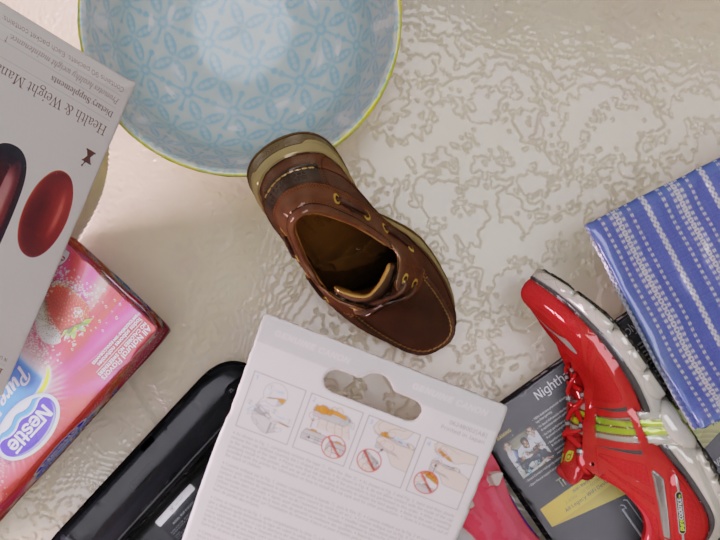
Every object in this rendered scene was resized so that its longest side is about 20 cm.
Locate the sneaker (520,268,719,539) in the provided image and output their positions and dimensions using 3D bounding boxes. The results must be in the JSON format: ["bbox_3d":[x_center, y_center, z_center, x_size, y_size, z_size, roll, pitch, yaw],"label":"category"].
[{"bbox_3d":[0.150,0.092,1.125,0.085,0.077,0.201,-34,87,3],"label":"sneaker"}]

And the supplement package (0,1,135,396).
[{"bbox_3d":[-0.272,-0.064,1.044,0.191,0.147,0.201,29,80,-43],"label":"supplement package"}]

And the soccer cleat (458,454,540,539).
[{"bbox_3d":[0.081,0.183,1.183,0.067,0.076,0.201,-34,107,-23],"label":"soccer cleat"}]

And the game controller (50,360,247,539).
[{"bbox_3d":[-0.114,0.157,1.191,0.104,0.042,0.200,44,88,-13],"label":"game controller"}]

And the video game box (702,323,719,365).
[{"bbox_3d":[0.333,0.035,1.154,0.199,0.047,0.183,33,72,-1],"label":"video game box"}]

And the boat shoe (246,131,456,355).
[{"bbox_3d":[0.000,0.000,1.132,0.072,0.068,0.200,-32,133,11],"label":"boat shoe"}]

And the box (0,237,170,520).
[{"bbox_3d":[-0.221,0.079,1.157,0.095,0.100,0.200,42,87,1],"label":"box"}]

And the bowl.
[{"bbox_3d":[-0.074,-0.153,1.165,0.198,0.108,0.202,0,87,-1],"label":"bowl"}]

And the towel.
[{"bbox_3d":[0.254,-0.007,1.116,0.199,0.024,0.146,-26,81,-13],"label":"towel"}]

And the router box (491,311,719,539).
[{"bbox_3d":[0.195,0.108,1.186,0.199,0.052,0.158,-34,88,-2],"label":"router box"}]

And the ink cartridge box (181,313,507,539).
[{"bbox_3d":[-0.015,0.137,1.124,0.159,0.047,0.201,20,107,1],"label":"ink cartridge box"}]
